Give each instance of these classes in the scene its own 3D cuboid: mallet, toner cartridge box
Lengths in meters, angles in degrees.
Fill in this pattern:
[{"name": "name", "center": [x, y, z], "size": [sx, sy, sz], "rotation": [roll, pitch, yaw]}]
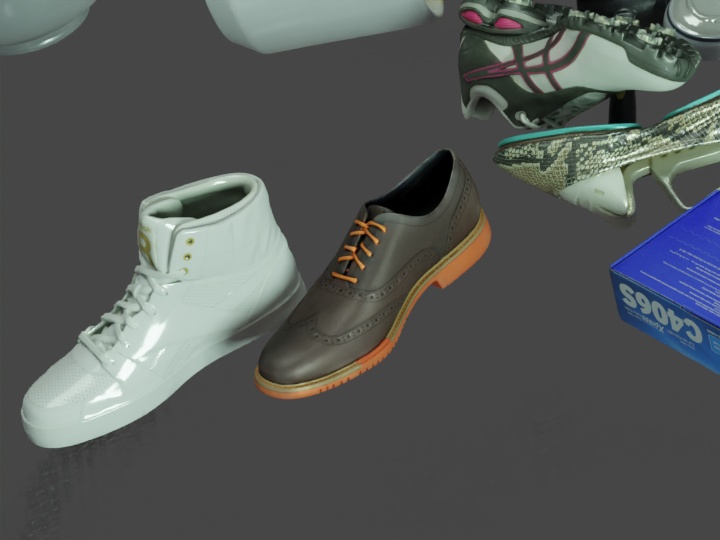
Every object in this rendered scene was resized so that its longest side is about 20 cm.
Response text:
[{"name": "mallet", "center": [0.166, -0.130, 1.561], "size": [0.066, 0.041, 0.200], "rotation": [-2, 43, 19]}, {"name": "toner cartridge box", "center": [0.243, 0.026, 1.318], "size": [0.095, 0.043, 0.200], "rotation": [-35, 40, -21]}]

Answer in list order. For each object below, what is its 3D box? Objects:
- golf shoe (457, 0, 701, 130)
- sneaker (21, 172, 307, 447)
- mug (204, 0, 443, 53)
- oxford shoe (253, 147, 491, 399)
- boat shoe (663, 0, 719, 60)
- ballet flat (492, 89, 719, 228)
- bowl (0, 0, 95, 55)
[{"name": "golf shoe", "center": [0.140, -0.128, 1.516], "size": [0.077, 0.088, 0.200], "rotation": [5, 8, -38]}, {"name": "sneaker", "center": [-0.133, 0.015, 1.419], "size": [0.200, 0.116, 0.074], "rotation": [-33, 41, -19]}, {"name": "mug", "center": [-0.030, -0.222, 1.699], "size": [0.153, 0.187, 0.150], "rotation": [-18, 68, 13]}, {"name": "oxford shoe", "center": [0.000, 0.000, 1.421], "size": [0.071, 0.073, 0.200], "rotation": [17, 48, 36]}, {"name": "boat shoe", "center": [0.286, -0.213, 1.577], "size": [0.200, 0.070, 0.071], "rotation": [-30, 59, -21]}, {"name": "ballet flat", "center": [0.185, -0.068, 1.445], "size": [0.200, 0.068, 0.075], "rotation": [-14, 80, 4]}, {"name": "bowl", "center": [-0.268, -0.230, 1.810], "size": [0.201, 0.090, 0.201], "rotation": [-11, 37, 9]}]
